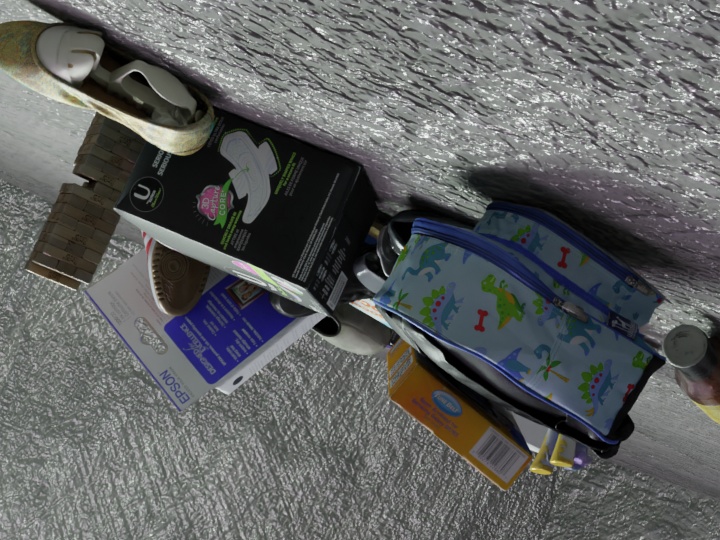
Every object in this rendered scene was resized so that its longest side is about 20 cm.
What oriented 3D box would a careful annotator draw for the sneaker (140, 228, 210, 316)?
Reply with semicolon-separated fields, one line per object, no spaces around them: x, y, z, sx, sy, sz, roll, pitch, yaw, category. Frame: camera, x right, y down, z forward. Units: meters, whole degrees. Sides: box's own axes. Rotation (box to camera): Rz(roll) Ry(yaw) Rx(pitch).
-0.219;-0.054;1.182;0.071;0.202;0.112;-5;-175;-38;sneaker

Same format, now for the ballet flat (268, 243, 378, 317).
0.000;0.000;1.143;0.198;0.067;0.057;-13;-157;-10;ballet flat

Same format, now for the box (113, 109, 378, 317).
-0.102;-0.059;1.045;0.199;0.125;0.149;23;172;11;box

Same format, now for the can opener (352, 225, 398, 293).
0.076;0.009;1.124;0.067;0.054;0.199;-24;148;38;can opener

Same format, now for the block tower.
-0.248;-0.081;1.040;0.054;0.201;0.058;26;172;-25;block tower

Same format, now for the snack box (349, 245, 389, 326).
0.008;0.014;1.226;0.199;0.037;0.116;30;163;-4;snack box

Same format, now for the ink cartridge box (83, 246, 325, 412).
-0.167;0.034;1.197;0.198;0.200;0.043;46;163;27;ink cartridge box

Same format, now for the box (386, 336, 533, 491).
0.079;0.109;0.940;0.119;0.042;0.200;39;-172;-4;box

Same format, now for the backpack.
0.121;0.029;0.868;0.199;0.148;0.183;29;177;-21;backpack

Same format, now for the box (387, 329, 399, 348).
-0.038;0.014;1.454;0.199;0.105;0.148;25;173;-15;box

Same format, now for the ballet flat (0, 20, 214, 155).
-0.211;-0.163;0.920;0.199;0.071;0.071;27;172;-20;ballet flat

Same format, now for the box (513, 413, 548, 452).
0.186;0.135;1.419;0.106;0.153;0.200;28;171;-26;box

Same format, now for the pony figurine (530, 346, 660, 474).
0.210;0.114;1.189;0.192;0.201;0.167;2;156;28;pony figurine

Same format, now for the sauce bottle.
0.335;0.098;1.046;0.066;0.066;0.200;18;168;37;sauce bottle

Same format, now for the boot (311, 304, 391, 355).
-0.041;0.057;1.308;0.199;0.068;0.131;33;-173;-17;boot

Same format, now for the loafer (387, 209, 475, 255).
0.113;-0.001;1.000;0.199;0.069;0.070;25;-177;17;loafer

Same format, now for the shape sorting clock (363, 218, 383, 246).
-0.009;-0.037;1.240;0.199;0.039;0.200;26;162;9;shape sorting clock
